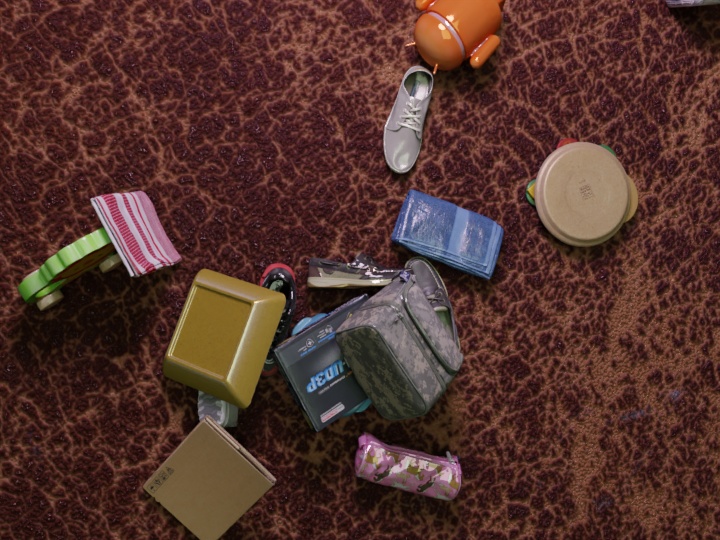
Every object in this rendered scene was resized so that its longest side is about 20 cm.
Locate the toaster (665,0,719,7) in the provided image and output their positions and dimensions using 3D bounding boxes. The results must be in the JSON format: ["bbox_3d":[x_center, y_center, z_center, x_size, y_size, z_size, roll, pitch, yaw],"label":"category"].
[{"bbox_3d":[0.634,-0.562,1.573,0.111,0.200,0.132,-6,107,-6],"label":"toaster"}]

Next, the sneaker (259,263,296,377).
[{"bbox_3d":[-0.155,0.089,1.485,0.069,0.098,0.205,9,88,-9],"label":"sneaker"}]

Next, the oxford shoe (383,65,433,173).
[{"bbox_3d":[0.088,-0.280,1.548,0.074,0.058,0.204,15,88,-9],"label":"oxford shoe"}]

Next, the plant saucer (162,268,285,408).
[{"bbox_3d":[-0.245,0.107,1.438,0.197,0.048,0.204,15,82,29],"label":"plant saucer"}]

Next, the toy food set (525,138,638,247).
[{"bbox_3d":[0.417,-0.147,1.591,0.199,0.049,0.199,-39,93,-6],"label":"toy food set"}]

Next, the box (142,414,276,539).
[{"bbox_3d":[-0.262,0.366,1.453,0.163,0.021,0.200,42,114,-4],"label":"box"}]

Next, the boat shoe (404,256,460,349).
[{"bbox_3d":[0.137,0.070,1.538,0.070,0.066,0.205,-19,90,-4],"label":"boat shoe"}]

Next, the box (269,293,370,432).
[{"bbox_3d":[-0.038,0.159,1.470,0.198,0.046,0.161,-29,94,-21],"label":"box"}]

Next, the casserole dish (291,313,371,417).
[{"bbox_3d":[-0.044,0.169,1.512,0.121,0.039,0.201,-43,98,-19],"label":"casserole dish"}]

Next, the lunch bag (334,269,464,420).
[{"bbox_3d":[0.075,0.123,1.425,0.167,0.138,0.202,-41,101,-39],"label":"lunch bag"}]

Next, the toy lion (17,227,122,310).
[{"bbox_3d":[-0.477,-0.010,1.398,0.198,0.192,0.069,-33,92,-6],"label":"toy lion"}]

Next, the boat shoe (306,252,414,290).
[{"bbox_3d":[0.000,0.000,1.514,0.195,0.073,0.066,-3,87,-1],"label":"boat shoe"}]

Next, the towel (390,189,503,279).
[{"bbox_3d":[0.162,-0.068,1.550,0.196,0.049,0.114,20,76,-6],"label":"towel"}]

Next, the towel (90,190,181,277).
[{"bbox_3d":[-0.370,-0.065,1.412,0.022,0.200,0.146,-28,93,9],"label":"towel"}]

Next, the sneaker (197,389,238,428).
[{"bbox_3d":[-0.246,0.181,1.491,0.073,0.082,0.205,-6,72,24],"label":"sneaker"}]

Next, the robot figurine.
[{"bbox_3d":[0.176,-0.448,1.535,0.200,0.116,0.144,-43,121,-7],"label":"robot figurine"}]

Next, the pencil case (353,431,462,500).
[{"bbox_3d":[0.083,0.352,1.517,0.196,0.083,0.088,14,87,-6],"label":"pencil case"}]
